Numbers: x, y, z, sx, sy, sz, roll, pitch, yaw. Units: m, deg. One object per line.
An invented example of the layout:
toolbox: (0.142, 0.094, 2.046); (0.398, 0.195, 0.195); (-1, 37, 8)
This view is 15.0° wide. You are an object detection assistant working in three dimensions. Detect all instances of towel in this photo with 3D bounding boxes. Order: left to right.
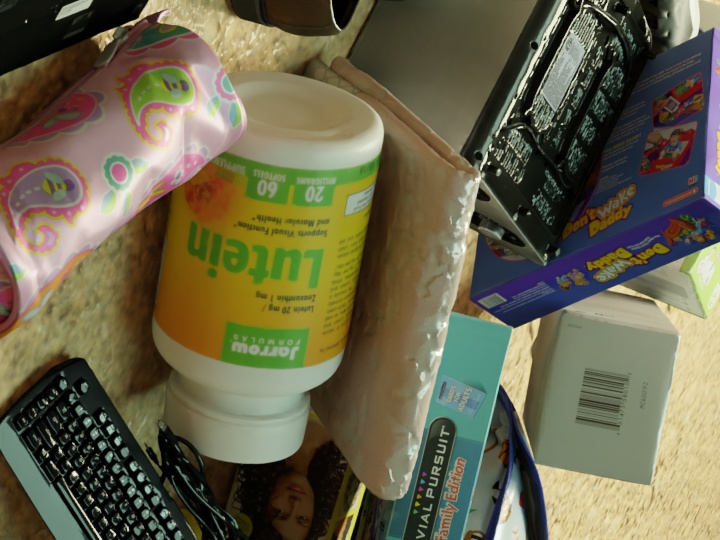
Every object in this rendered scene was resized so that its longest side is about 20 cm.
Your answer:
towel: (0.000, 0.000, 1.571); (0.032, 0.191, 0.201); (-1, 115, -27)

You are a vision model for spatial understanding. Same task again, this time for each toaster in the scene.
toaster: (0.091, -0.129, 1.703); (0.201, 0.118, 0.181); (-63, 155, -9)

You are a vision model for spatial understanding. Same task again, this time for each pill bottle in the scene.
pill bottle: (-0.056, 0.001, 1.524); (0.111, 0.111, 0.201); (-27, 133, -54)

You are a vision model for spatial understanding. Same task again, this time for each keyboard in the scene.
keyboard: (-0.115, 0.133, 1.499); (0.104, 0.039, 0.201); (-49, 121, -36)

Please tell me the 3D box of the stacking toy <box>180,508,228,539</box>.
stacking toy: (-0.107, 0.186, 1.598); (0.146, 0.146, 0.201); (-52, 132, -30)

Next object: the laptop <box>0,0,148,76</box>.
laptop: (-0.147, -0.200, 1.304); (0.177, 0.103, 0.200); (-30, 162, -51)

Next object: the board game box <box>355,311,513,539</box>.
board game box: (0.035, 0.125, 1.634); (0.151, 0.047, 0.201); (170, -66, -84)

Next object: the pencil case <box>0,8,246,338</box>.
pencil case: (-0.141, -0.050, 1.354); (0.200, 0.087, 0.088); (-45, 147, -40)

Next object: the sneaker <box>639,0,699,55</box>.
sneaker: (0.193, -0.220, 1.899); (0.112, 0.073, 0.201); (19, 85, -62)

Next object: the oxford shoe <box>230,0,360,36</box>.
oxford shoe: (0.010, -0.215, 1.517); (0.201, 0.084, 0.073); (-65, 153, -9)

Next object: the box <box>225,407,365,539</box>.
box: (-0.052, 0.179, 1.721); (0.050, 0.075, 0.201); (-15, 123, -67)

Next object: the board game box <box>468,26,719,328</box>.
board game box: (0.163, -0.058, 1.775); (0.045, 0.199, 0.135); (33, 50, -32)

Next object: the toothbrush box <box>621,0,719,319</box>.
toothbrush box: (0.223, -0.089, 1.964); (0.201, 0.145, 0.086); (-62, 154, -14)

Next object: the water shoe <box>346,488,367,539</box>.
water shoe: (0.001, 0.183, 1.761); (0.079, 0.071, 0.201); (43, 29, -52)

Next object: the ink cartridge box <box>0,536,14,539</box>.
ink cartridge box: (-0.228, 0.237, 1.408); (0.200, 0.083, 0.145); (-16, 125, -58)

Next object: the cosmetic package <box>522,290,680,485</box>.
cosmetic package: (0.161, 0.073, 1.874); (0.200, 0.084, 0.108); (-71, 172, -83)

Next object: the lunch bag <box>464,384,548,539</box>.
lunch bag: (0.070, 0.195, 1.929); (0.171, 0.123, 0.201); (80, 24, -48)
